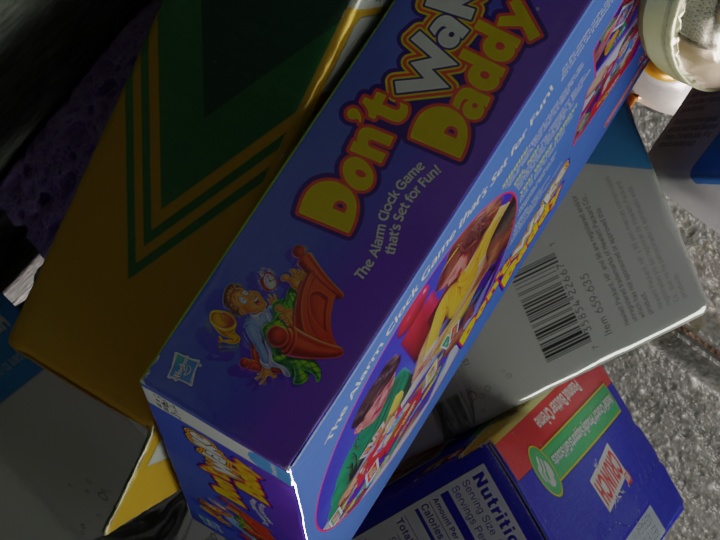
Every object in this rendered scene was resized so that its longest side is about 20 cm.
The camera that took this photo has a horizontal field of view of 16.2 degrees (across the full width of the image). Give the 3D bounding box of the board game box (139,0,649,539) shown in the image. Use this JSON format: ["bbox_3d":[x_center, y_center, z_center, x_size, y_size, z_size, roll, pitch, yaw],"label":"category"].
[{"bbox_3d":[0.019,-0.020,0.697,0.200,0.045,0.135,-57,168,-16],"label":"board game box"}]

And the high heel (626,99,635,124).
[{"bbox_3d":[0.001,-0.033,0.925,0.199,0.096,0.067,-20,-163,11],"label":"high heel"}]

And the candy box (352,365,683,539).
[{"bbox_3d":[0.003,0.119,0.892,0.200,0.077,0.169,-31,178,18],"label":"candy box"}]

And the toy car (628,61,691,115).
[{"bbox_3d":[0.141,-0.116,0.995,0.200,0.184,0.177,-59,178,39],"label":"toy car"}]

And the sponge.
[{"bbox_3d":[-0.033,-0.086,0.829,0.112,0.030,0.200,-46,178,41],"label":"sponge"}]

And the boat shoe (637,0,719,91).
[{"bbox_3d":[0.119,-0.095,0.668,0.073,0.063,0.201,-57,165,-18],"label":"boat shoe"}]

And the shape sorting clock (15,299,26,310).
[{"bbox_3d":[-0.137,0.049,0.943,0.200,0.039,0.200,-36,180,0],"label":"shape sorting clock"}]

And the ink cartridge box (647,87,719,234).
[{"bbox_3d":[0.190,-0.091,0.806,0.200,0.084,0.146,-56,-172,-2],"label":"ink cartridge box"}]

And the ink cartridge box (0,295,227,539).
[{"bbox_3d":[-0.111,0.123,0.777,0.146,0.200,0.084,-46,179,18],"label":"ink cartridge box"}]

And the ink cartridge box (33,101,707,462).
[{"bbox_3d":[0.000,0.000,0.846,0.199,0.116,0.067,-25,-165,-4],"label":"ink cartridge box"}]

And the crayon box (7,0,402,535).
[{"bbox_3d":[-0.027,-0.036,0.706,0.200,0.051,0.126,-64,168,16],"label":"crayon box"}]
